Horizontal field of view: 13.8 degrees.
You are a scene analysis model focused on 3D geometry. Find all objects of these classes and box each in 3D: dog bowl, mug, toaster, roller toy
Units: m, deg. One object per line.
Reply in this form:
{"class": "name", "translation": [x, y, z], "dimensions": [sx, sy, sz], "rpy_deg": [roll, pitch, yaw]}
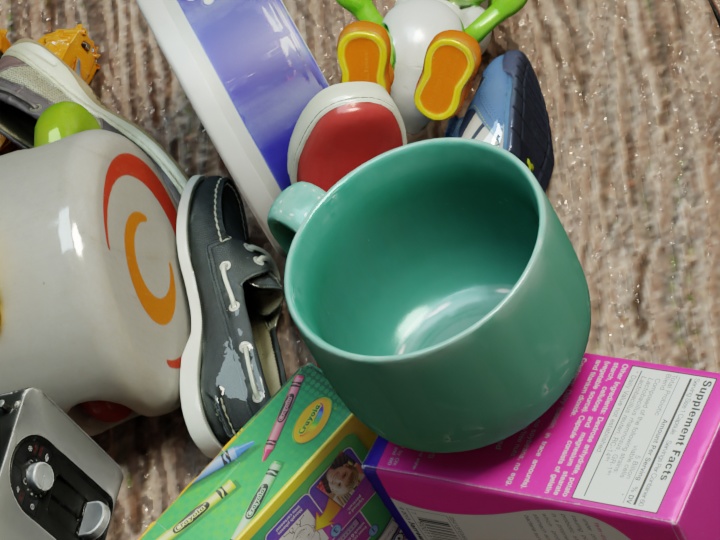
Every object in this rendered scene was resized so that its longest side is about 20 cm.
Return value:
{"class": "dog bowl", "translation": [-0.065, -0.113, 1.863], "dimensions": [0.079, 0.200, 0.200], "rpy_deg": [-29, 45, 0]}
{"class": "mug", "translation": [0.044, 0.012, 1.616], "dimensions": [0.152, 0.115, 0.185], "rpy_deg": [-26, 44, 6]}
{"class": "toaster", "translation": [-0.246, 0.180, 1.701], "dimensions": [0.199, 0.119, 0.181], "rpy_deg": [-14, 48, 36]}
{"class": "roller toy", "translation": [-0.190, 0.016, 1.833], "dimensions": [0.139, 0.183, 0.200], "rpy_deg": [-15, 30, 17]}

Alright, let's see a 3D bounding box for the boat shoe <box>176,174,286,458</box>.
{"class": "boat shoe", "translation": [-0.074, 0.023, 1.847], "dimensions": [0.060, 0.076, 0.201], "rpy_deg": [-17, 59, 19]}

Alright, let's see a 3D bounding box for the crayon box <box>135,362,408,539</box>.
{"class": "crayon box", "translation": [-0.057, 0.166, 1.680], "dimensions": [0.200, 0.119, 0.058], "rpy_deg": [-46, 46, -14]}

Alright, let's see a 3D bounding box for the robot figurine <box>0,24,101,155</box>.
{"class": "robot figurine", "translation": [-0.259, -0.084, 2.044], "dimensions": [0.144, 0.058, 0.201], "rpy_deg": [3, 54, 31]}

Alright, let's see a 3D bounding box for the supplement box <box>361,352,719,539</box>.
{"class": "supplement box", "translation": [0.120, 0.113, 1.641], "dimensions": [0.199, 0.101, 0.104], "rpy_deg": [10, 57, 33]}

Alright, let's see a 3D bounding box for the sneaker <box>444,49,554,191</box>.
{"class": "sneaker", "translation": [0.069, -0.054, 1.831], "dimensions": [0.082, 0.074, 0.201], "rpy_deg": [-6, 50, 27]}

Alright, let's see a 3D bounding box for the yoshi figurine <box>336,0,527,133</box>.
{"class": "yoshi figurine", "translation": [0.048, -0.168, 1.873], "dimensions": [0.112, 0.113, 0.200], "rpy_deg": [-34, 10, 22]}

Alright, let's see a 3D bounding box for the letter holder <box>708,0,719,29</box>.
{"class": "letter holder", "translation": [0.308, -0.096, 1.717], "dimensions": [0.142, 0.101, 0.200], "rpy_deg": [-25, 45, 6]}

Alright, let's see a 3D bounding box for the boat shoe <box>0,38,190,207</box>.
{"class": "boat shoe", "translation": [-0.180, -0.074, 1.955], "dimensions": [0.065, 0.072, 0.200], "rpy_deg": [-39, 67, -23]}

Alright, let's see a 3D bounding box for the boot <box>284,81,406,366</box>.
{"class": "boot", "translation": [0.000, 0.000, 1.746], "dimensions": [0.072, 0.201, 0.145], "rpy_deg": [-4, 46, -11]}
